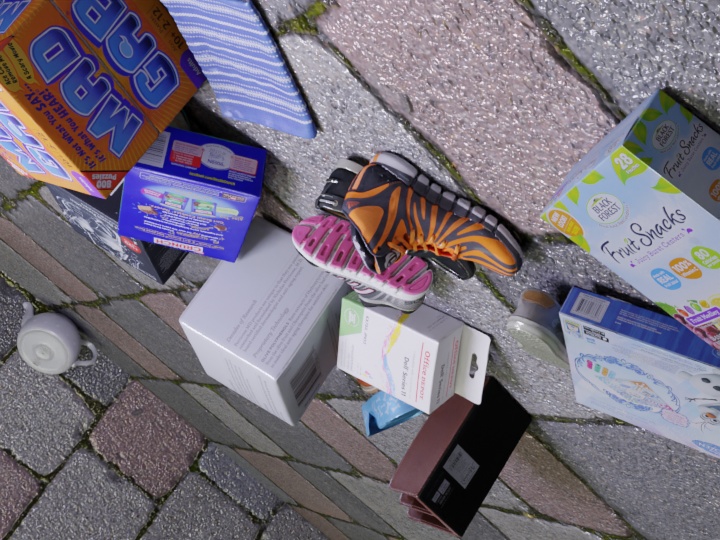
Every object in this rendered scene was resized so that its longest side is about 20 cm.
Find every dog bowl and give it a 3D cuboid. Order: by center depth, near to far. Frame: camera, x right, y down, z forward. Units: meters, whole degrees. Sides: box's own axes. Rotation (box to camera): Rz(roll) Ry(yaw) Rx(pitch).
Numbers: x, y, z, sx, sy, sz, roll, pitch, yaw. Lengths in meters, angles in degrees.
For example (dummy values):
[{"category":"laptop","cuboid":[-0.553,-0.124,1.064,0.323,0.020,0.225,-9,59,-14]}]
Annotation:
[{"category":"dog bowl","cuboid":[0.061,0.208,1.660,0.050,0.111,0.200,66,163,11]}]

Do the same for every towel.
[{"category":"towel","cuboid":[-0.133,-0.223,1.146,0.144,0.024,0.200,21,155,33]}]

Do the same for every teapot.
[{"category":"teapot","cuboid":[-0.899,0.199,3.132,0.196,0.146,0.201,-3,120,15]}]

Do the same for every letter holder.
[{"category":"letter holder","cuboid":[0.124,0.256,1.522,0.101,0.201,0.142,45,158,-23]}]

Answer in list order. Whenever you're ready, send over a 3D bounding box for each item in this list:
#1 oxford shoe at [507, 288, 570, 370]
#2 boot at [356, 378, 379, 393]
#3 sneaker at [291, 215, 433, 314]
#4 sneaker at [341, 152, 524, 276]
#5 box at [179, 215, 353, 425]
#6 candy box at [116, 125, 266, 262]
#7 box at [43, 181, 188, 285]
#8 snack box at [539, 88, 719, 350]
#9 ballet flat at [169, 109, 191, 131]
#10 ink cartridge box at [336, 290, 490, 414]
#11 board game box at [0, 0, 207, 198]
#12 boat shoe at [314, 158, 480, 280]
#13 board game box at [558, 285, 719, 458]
[{"category":"oxford shoe","cuboid":[0.211,0.068,1.192,0.075,0.058,0.200,18,169,23]},{"category":"boot","cuboid":[0.022,0.115,1.578,0.107,0.075,0.200,40,152,-1]},{"category":"sneaker","cuboid":[0.000,0.000,1.343,0.199,0.074,0.088,23,151,19]},{"category":"sneaker","cuboid":[0.067,-0.028,1.120,0.199,0.112,0.078,32,160,11]},{"category":"box","cuboid":[-0.122,0.075,1.524,0.170,0.201,0.199,27,159,17]},{"category":"candy box","cuboid":[-0.221,-0.098,1.369,0.168,0.078,0.200,13,153,-11]},{"category":"box","cuboid":[-0.380,-0.098,1.698,0.199,0.104,0.182,30,160,17]},{"category":"snack box","cuboid":[0.266,-0.032,0.858,0.200,0.068,0.169,38,160,1]},{"category":"ballet flat","cuboid":[-0.246,-0.150,1.429,0.067,0.063,0.200,26,157,25]},{"category":"ink cartridge box","cuboid":[0.068,0.108,1.414,0.199,0.067,0.118,23,124,30]},{"category":"board game box","cuboid":[-0.336,-0.233,1.196,0.199,0.200,0.200,15,152,43]},{"category":"boat shoe","cuboid":[0.042,-0.043,1.194,0.199,0.068,0.072,33,165,-2]},{"category":"board game box","cuboid":[0.315,0.113,1.115,0.199,0.044,0.200,20,154,28]}]
